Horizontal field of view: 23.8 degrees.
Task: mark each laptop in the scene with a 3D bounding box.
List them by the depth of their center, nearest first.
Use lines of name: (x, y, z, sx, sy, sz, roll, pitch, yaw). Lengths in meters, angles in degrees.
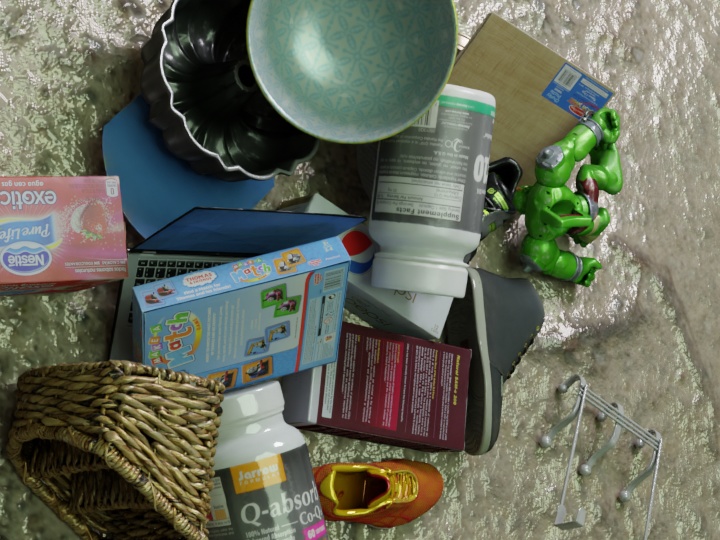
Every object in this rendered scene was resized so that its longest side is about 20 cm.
laptop: (-0.117, 0.026, 1.585, 0.186, 0.116, 0.202, 2, 107, -35)

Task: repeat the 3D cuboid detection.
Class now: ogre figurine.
ogre figurine: (0.230, -0.075, 1.890, 0.119, 0.201, 0.098, -12, 47, -41)

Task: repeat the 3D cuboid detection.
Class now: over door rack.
over door rack: (0.268, 0.234, 1.895, 0.147, 0.066, 0.201, 34, 44, -27)

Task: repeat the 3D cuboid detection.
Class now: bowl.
bowl: (-0.006, -0.226, 1.619, 0.198, 0.108, 0.203, 0, 100, 2)

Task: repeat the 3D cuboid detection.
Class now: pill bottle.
pill bottle: (-0.098, 0.213, 1.611, 0.116, 0.116, 0.202, -15, 92, -36)
pill bottle: (0.068, -0.079, 1.686, 0.112, 0.113, 0.202, 7, 90, -35)

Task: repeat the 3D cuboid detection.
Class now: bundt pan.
bundt pan: (-0.128, -0.174, 1.637, 0.200, 0.075, 0.204, 14, 67, -37)

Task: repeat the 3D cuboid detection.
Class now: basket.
basket: (-0.225, 0.164, 1.473, 0.142, 0.199, 0.151, 15, 75, -34)

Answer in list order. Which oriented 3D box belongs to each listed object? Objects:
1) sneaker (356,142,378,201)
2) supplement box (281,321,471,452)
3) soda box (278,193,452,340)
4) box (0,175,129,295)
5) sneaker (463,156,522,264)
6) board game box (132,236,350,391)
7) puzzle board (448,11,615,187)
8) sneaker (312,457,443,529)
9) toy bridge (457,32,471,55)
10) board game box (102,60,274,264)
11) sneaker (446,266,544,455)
sneaker: (0.052, -0.160, 1.788, 0.114, 0.072, 0.203, -30, 123, -43)
supplement box: (0.017, 0.118, 1.745, 0.198, 0.061, 0.110, 14, 75, -33)
soda box: (0.000, 0.000, 1.746, 0.199, 0.068, 0.064, 32, 66, -28)
box: (-0.314, -0.029, 1.502, 0.198, 0.099, 0.097, -3, 84, -37)
sneaker: (0.116, -0.063, 1.808, 0.071, 0.083, 0.200, 46, 41, -8)
board game box: (-0.112, 0.051, 1.580, 0.198, 0.152, 0.037, -15, 53, -19)
puzzle board: (0.167, -0.179, 1.870, 0.199, 0.017, 0.151, 25, 109, -35)
sneaker: (0.021, 0.225, 1.717, 0.199, 0.077, 0.074, 0, 81, -46)
toy bridge: (0.114, -0.226, 1.867, 0.199, 0.067, 0.027, 33, 64, -27)
board game box: (-0.175, -0.103, 1.656, 0.159, 0.039, 0.200, 53, 50, -16)
sneaker: (0.152, 0.098, 1.836, 0.105, 0.075, 0.202, 5, 78, -33)
